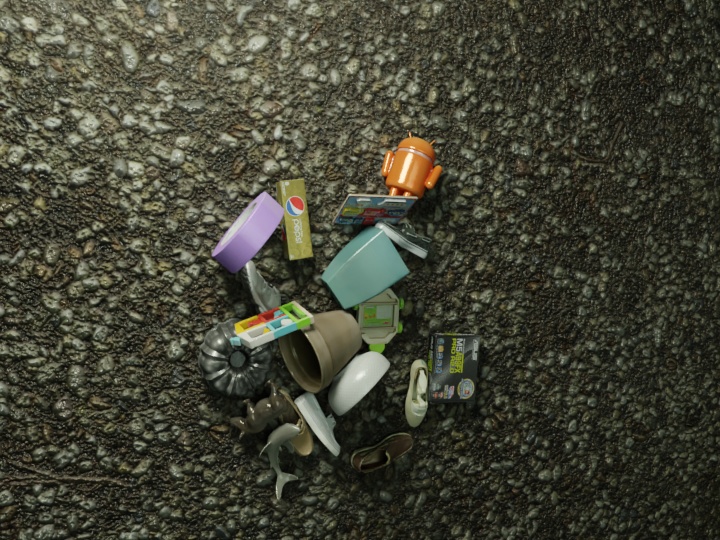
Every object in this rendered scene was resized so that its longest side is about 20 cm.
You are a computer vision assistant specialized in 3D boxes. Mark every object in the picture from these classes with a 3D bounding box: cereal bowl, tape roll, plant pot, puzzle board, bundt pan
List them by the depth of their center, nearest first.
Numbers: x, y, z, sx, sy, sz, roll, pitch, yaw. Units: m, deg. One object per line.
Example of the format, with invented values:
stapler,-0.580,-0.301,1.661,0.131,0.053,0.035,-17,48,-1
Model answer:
tape roll,-0.271,-0.092,1.350,0.065,0.199,0.202,40,80,-18
bundt pan,-0.313,0.228,1.427,0.197,0.075,0.208,-2,94,-21
plant pot,-0.095,0.192,1.465,0.171,0.198,0.205,-24,103,-36
cereal bowl,-0.017,0.288,1.492,0.083,0.200,0.200,45,77,2
puzzle board,0.038,-0.159,1.498,0.195,0.151,0.018,-1,69,-21
plant pot,0.000,0.000,1.501,0.198,0.141,0.143,-37,106,-9

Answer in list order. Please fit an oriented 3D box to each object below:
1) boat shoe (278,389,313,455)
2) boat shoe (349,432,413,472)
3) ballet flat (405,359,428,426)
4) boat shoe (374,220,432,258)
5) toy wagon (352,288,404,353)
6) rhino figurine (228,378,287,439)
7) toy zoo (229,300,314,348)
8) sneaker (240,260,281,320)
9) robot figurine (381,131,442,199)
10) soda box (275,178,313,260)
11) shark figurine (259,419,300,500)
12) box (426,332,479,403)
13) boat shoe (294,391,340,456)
boat shoe,-0.181,0.419,1.499,0.070,0.064,0.203,-31,104,-16
boat shoe,0.072,0.532,1.603,0.198,0.075,0.077,-18,101,-19
ballet flat,0.170,0.366,1.634,0.068,0.069,0.206,0,95,-21
boat shoe,0.122,-0.103,1.569,0.198,0.072,0.072,26,92,-37
toy wagon,0.045,0.151,1.580,0.151,0.039,0.206,1,96,-22
rhino figurine,-0.270,0.369,1.439,0.199,0.060,0.088,-40,83,13
toy zoo,-0.225,0.135,1.359,0.196,0.131,0.021,-20,112,-23
sneaker,-0.249,0.057,1.447,0.081,0.074,0.204,-31,116,-22
robot figurine,0.140,-0.277,1.542,0.115,0.143,0.205,21,86,-37
soda box,-0.173,-0.133,1.458,0.066,0.064,0.206,-9,98,-20
shark figurine,-0.231,0.485,1.469,0.089,0.126,0.219,-29,135,-54
box,0.276,0.292,1.681,0.156,0.044,0.206,4,93,-21
boat shoe,-0.104,0.417,1.534,0.068,0.072,0.202,-36,97,-15
